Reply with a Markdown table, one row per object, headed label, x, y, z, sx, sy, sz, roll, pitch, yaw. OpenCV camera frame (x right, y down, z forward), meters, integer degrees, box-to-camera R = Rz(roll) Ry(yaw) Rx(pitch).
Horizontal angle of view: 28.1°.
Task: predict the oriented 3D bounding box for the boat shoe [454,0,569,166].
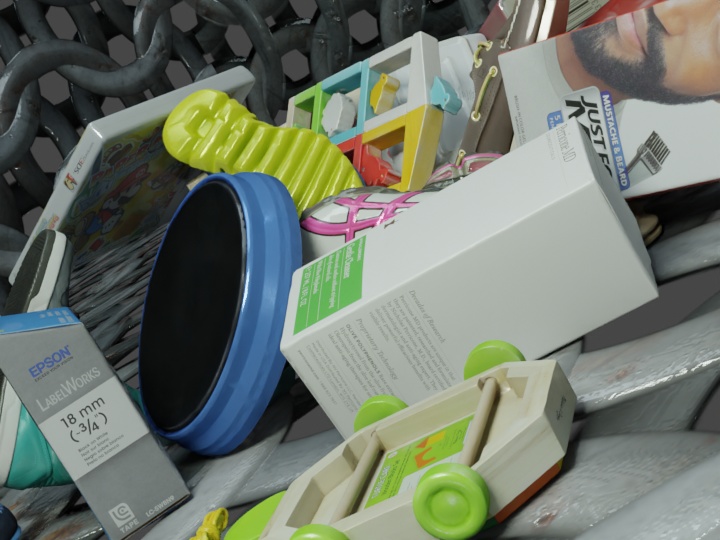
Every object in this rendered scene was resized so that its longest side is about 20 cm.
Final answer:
| label | x | y | z | sx | sy | sz | roll | pitch | yaw |
| --- | --- | --- | --- | --- | --- | --- | --- | --- | --- |
| boat shoe | 0.104 | -0.129 | 1.016 | 0.059 | 0.201 | 0.072 | 16 | 20 | 17 |

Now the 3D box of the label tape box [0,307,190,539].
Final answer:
| label | x | y | z | sx | sy | sz | roll | pitch | yaw |
| --- | --- | --- | --- | --- | --- | --- | --- | --- | --- |
| label tape box | -0.200 | 0.073 | 0.969 | 0.063 | 0.201 | 0.144 | -33 | 10 | -11 |

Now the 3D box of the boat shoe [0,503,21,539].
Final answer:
| label | x | y | z | sx | sy | sz | roll | pitch | yaw |
| --- | --- | --- | --- | --- | --- | --- | --- | --- | --- |
| boat shoe | -0.331 | 0.221 | 1.015 | 0.200 | 0.069 | 0.084 | -38 | 12 | -36 |

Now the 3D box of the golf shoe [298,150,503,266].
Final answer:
| label | x | y | z | sx | sy | sz | roll | pitch | yaw |
| --- | --- | --- | --- | --- | --- | --- | --- | --- | --- |
| golf shoe | 0.024 | -0.014 | 0.970 | 0.199 | 0.073 | 0.092 | -20 | 38 | 15 |

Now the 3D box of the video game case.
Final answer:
| label | x | y | z | sx | sy | sz | roll | pitch | yaw |
| --- | --- | --- | --- | --- | --- | --- | --- | --- | --- |
| video game case | -0.187 | -0.077 | 1.193 | 0.200 | 0.023 | 0.182 | -32 | -17 | -52 |

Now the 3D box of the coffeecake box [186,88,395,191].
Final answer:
| label | x | y | z | sx | sy | sz | roll | pitch | yaw |
| --- | --- | --- | --- | --- | --- | --- | --- | --- | --- |
| coffeecake box | -0.028 | -0.061 | 1.254 | 0.199 | 0.154 | 0.073 | -32 | 7 | -3 |

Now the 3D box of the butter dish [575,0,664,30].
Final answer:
| label | x | y | z | sx | sy | sz | roll | pitch | yaw |
| --- | --- | --- | --- | --- | --- | --- | --- | --- | --- |
| butter dish | 0.219 | -0.162 | 1.026 | 0.199 | 0.148 | 0.200 | -30 | 10 | -16 |

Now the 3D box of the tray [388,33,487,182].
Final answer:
| label | x | y | z | sx | sy | sz | roll | pitch | yaw |
| --- | --- | --- | --- | --- | --- | --- | --- | --- | --- |
| tray | 0.069 | -0.124 | 1.134 | 0.107 | 0.022 | 0.201 | -17 | 43 | 1 |

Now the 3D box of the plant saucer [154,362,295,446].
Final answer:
| label | x | y | z | sx | sy | sz | roll | pitch | yaw |
| --- | --- | --- | --- | --- | --- | --- | --- | --- | --- |
| plant saucer | -0.125 | 0.110 | 1.104 | 0.200 | 0.019 | 0.070 | -18 | 16 | 49 |

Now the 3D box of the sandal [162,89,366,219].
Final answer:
| label | x | y | z | sx | sy | sz | roll | pitch | yaw |
| --- | --- | --- | --- | --- | --- | --- | --- | --- | --- |
| sandal | -0.059 | -0.070 | 1.099 | 0.200 | 0.087 | 0.080 | 36 | 85 | 33 |

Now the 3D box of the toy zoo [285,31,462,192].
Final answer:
| label | x | y | z | sx | sy | sz | roll | pitch | yaw |
| --- | --- | --- | --- | --- | --- | --- | --- | --- | --- |
| toy zoo | 0.004 | -0.102 | 1.112 | 0.200 | 0.020 | 0.132 | -18 | 60 | 49 |

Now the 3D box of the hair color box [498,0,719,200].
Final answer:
| label | x | y | z | sx | sy | sz | roll | pitch | yaw |
| --- | --- | --- | --- | --- | --- | --- | --- | --- | --- |
| hair color box | 0.185 | -0.103 | 0.877 | 0.064 | 0.112 | 0.199 | -11 | -1 | -45 |

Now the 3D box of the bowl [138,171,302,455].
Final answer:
| label | x | y | z | sx | sy | sz | roll | pitch | yaw |
| --- | --- | --- | --- | --- | --- | --- | --- | --- | --- |
| bowl | -0.104 | 0.027 | 1.004 | 0.039 | 0.202 | 0.200 | 13 | -13 | -28 |

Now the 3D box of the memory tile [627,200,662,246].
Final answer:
| label | x | y | z | sx | sy | sz | roll | pitch | yaw |
| --- | --- | --- | --- | --- | --- | --- | --- | --- | --- |
| memory tile | 0.121 | -0.011 | 0.976 | 0.153 | 0.017 | 0.200 | -30 | 10 | 6 |

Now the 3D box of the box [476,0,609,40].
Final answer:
| label | x | y | z | sx | sy | sz | roll | pitch | yaw |
| --- | --- | --- | --- | --- | --- | --- | --- | --- | --- |
| box | 0.176 | -0.181 | 1.228 | 0.109 | 0.128 | 0.200 | -34 | -1 | -6 |

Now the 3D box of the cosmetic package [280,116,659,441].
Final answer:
| label | x | y | z | sx | sy | sz | roll | pitch | yaw |
| --- | --- | --- | --- | --- | --- | --- | --- | --- | --- |
| cosmetic package | 0.061 | 0.008 | 0.831 | 0.199 | 0.085 | 0.108 | -30 | 20 | 13 |

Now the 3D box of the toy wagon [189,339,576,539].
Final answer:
| label | x | y | z | sx | sy | sz | roll | pitch | yaw |
| --- | --- | --- | --- | --- | --- | --- | --- | --- | --- |
| toy wagon | 0.008 | 0.102 | 0.689 | 0.199 | 0.040 | 0.155 | -28 | 10 | 21 |

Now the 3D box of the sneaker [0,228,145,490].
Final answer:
| label | x | y | z | sx | sy | sz | roll | pitch | yaw |
| --- | --- | --- | --- | --- | --- | --- | --- | --- | --- |
| sneaker | -0.218 | 0.077 | 1.119 | 0.120 | 0.201 | 0.084 | 14 | -3 | -26 |
